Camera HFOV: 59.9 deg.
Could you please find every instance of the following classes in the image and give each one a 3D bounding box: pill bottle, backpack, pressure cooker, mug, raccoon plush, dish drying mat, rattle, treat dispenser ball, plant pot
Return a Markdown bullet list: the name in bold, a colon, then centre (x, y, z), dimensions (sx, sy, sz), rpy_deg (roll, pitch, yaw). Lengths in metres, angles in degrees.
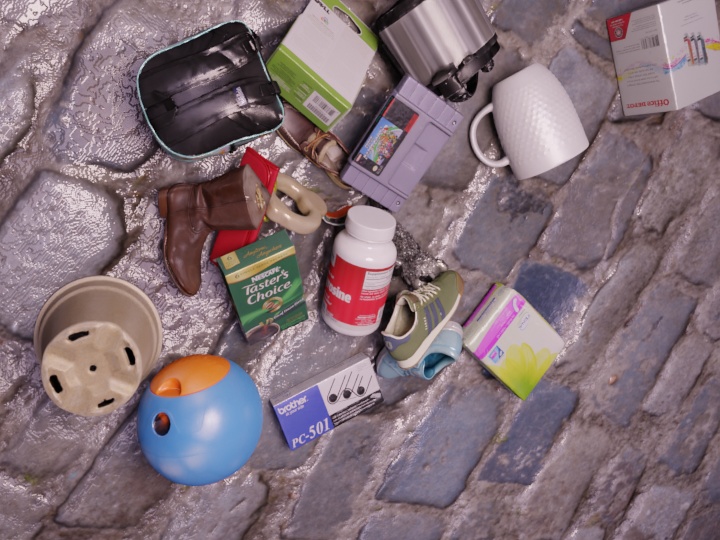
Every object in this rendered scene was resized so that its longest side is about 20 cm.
- **pill bottle**: centre (0.000, 0.000, 1.070), dimensions (0.109, 0.113, 0.204), rpy_deg (1, 120, -20)
- **backpack**: centre (-0.237, -0.262, 0.951), dimensions (0.197, 0.153, 0.179), rpy_deg (-29, 107, -19)
- **pressure cooker**: centre (0.140, -0.385, 1.060), dimensions (0.175, 0.178, 0.202), rpy_deg (-41, 109, -13)
- **mug**: centre (0.300, -0.273, 1.169), dimensions (0.197, 0.148, 0.178), rpy_deg (-25, 99, 16)
- **raccoon plush**: centre (0.093, -0.059, 1.145), dimensions (0.131, 0.096, 0.206), rpy_deg (-4, 100, -27)
- **dish drying mat**: centre (-0.187, -0.087, 0.992), dimensions (0.018, 0.076, 0.203), rpy_deg (-11, 130, -54)
- **rattle**: centre (-0.118, -0.078, 1.077), dimensions (0.198, 0.130, 0.145), rpy_deg (10, 115, -52)
- **treat dispenser ball**: centre (-0.254, 0.237, 0.997), dimensions (0.196, 0.200, 0.207), rpy_deg (-3, 100, -19)
- **plant pot**: centre (-0.396, 0.124, 0.937), dimensions (0.195, 0.183, 0.206), rpy_deg (-3, 100, -19)

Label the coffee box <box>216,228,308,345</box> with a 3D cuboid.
- **coffee box**: centre (-0.155, 0.034, 1.028), dimensions (0.121, 0.044, 0.202), rpy_deg (-23, 143, -16)

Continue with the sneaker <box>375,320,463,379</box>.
- **sneaker**: centre (0.099, 0.163, 1.130), dimensions (0.073, 0.083, 0.199), rpy_deg (37, 129, -23)

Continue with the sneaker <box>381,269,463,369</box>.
- **sneaker**: centre (0.106, 0.065, 1.086), dimensions (0.090, 0.066, 0.202), rpy_deg (47, 69, -35)

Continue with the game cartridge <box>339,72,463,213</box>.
- **game cartridge**: centre (0.066, -0.207, 1.040), dimensions (0.128, 0.039, 0.202), rpy_deg (25, 112, -29)

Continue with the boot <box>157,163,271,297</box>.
- **boot**: centre (-0.220, -0.057, 0.976), dimensions (0.195, 0.064, 0.191), rpy_deg (-6, 103, 26)

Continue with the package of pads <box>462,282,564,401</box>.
- **package of pads**: centre (0.305, 0.140, 1.264), dimensions (0.200, 0.068, 0.155), rpy_deg (42, 84, -22)

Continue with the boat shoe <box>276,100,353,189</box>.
- **boat shoe**: centre (-0.066, -0.214, 1.066), dimensions (0.200, 0.072, 0.073), rpy_deg (43, 83, -21)

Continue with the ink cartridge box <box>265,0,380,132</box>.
- **ink cartridge box**: centre (-0.061, -0.359, 1.051), dimensions (0.147, 0.075, 0.203), rpy_deg (36, 52, -20)

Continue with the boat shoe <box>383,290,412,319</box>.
- **boat shoe**: centre (0.112, 0.110, 1.187), dimensions (0.198, 0.065, 0.076), rpy_deg (37, 51, -36)

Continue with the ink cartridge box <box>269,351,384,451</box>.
- **ink cartridge box**: centre (-0.060, 0.240, 1.155), dimensions (0.196, 0.044, 0.096), rpy_deg (-24, 104, -15)

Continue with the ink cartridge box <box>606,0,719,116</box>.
- **ink cartridge box**: centre (0.609, -0.431, 1.246), dimensions (0.142, 0.145, 0.205), rpy_deg (-22, 106, -16)
